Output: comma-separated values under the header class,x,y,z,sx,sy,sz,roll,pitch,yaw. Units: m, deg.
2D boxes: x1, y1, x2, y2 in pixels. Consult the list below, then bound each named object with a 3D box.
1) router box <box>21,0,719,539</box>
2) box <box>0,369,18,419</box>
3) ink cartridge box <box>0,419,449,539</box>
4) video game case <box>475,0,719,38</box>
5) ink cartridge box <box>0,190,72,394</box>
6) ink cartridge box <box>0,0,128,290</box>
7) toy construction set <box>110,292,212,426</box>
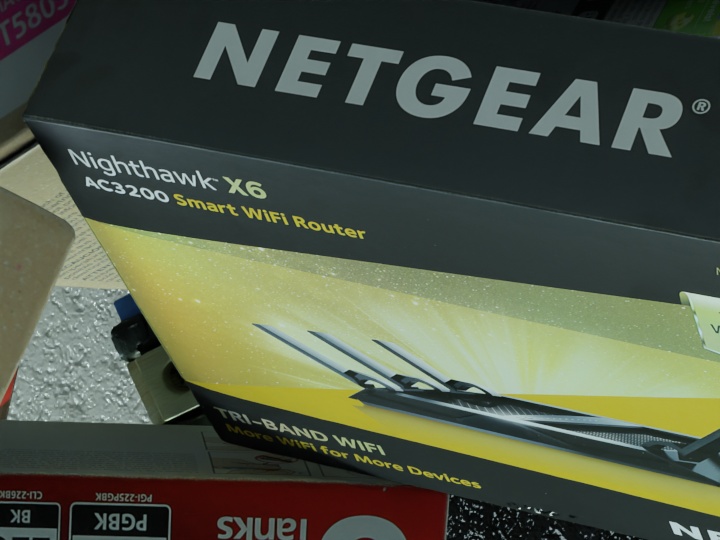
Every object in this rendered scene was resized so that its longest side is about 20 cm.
class,x,y,z,sx,sy,sz,roll,pitch,yaw
router box,0.040,0.003,0.700,0.200,0.052,0.157,11,152,24
box,-0.175,-0.030,1.039,0.137,0.200,0.039,13,177,-27
ink cartridge box,-0.083,0.133,0.811,0.200,0.176,0.084,1,-173,-6
video game case,0.109,-0.098,0.776,0.200,0.018,0.143,-3,-140,36
ink cartridge box,-0.189,-0.027,0.694,0.200,0.075,0.165,28,173,-29
ink cartridge box,-0.050,-0.069,0.906,0.200,0.075,0.165,-29,161,28
toy construction set,0.000,0.000,0.890,0.131,0.092,0.200,-26,163,19
